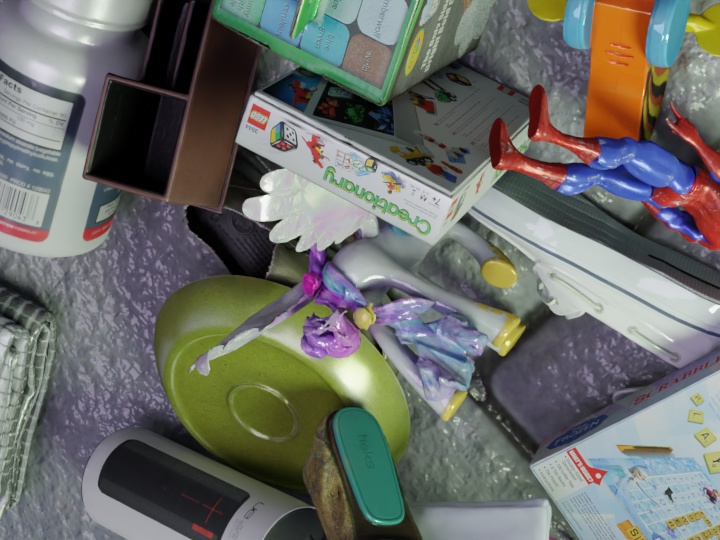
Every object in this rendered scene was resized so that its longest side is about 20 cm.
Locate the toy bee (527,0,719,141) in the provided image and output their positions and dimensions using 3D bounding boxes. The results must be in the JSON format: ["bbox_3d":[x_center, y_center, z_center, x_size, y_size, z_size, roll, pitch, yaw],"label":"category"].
[{"bbox_3d":[0.169,-0.165,0.887,0.130,0.109,0.201,30,143,5],"label":"toy bee"}]

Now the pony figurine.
[{"bbox_3d":[0.000,0.000,0.963,0.199,0.193,0.167,37,124,9],"label":"pony figurine"}]

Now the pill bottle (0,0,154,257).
[{"bbox_3d":[-0.206,-0.123,1.064,0.119,0.119,0.202,29,118,14],"label":"pill bottle"}]

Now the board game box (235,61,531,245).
[{"bbox_3d":[0.024,-0.087,0.911,0.125,0.200,0.035,28,117,11],"label":"board game box"}]

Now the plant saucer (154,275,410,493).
[{"bbox_3d":[-0.062,0.090,1.079,0.198,0.031,0.202,17,136,17],"label":"plant saucer"}]

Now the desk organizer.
[{"bbox_3d":[-0.112,-0.145,0.998,0.071,0.077,0.203,16,95,20],"label":"desk organizer"}]

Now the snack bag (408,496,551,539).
[{"bbox_3d":[0.035,0.235,0.971,0.187,0.021,0.202,-8,63,42],"label":"snack bag"}]

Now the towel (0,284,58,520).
[{"bbox_3d":[-0.333,0.092,1.227,0.164,0.086,0.202,24,115,15],"label":"towel"}]

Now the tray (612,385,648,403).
[{"bbox_3d":[0.236,0.163,1.004,0.106,0.022,0.202,-9,104,29],"label":"tray"}]

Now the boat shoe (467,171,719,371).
[{"bbox_3d":[0.138,0.001,0.964,0.199,0.073,0.067,31,117,13],"label":"boat shoe"}]

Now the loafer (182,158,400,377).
[{"bbox_3d":[-0.053,0.011,1.064,0.200,0.070,0.075,43,121,7],"label":"loafer"}]

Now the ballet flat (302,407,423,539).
[{"bbox_3d":[0.007,0.180,0.975,0.071,0.070,0.201,-48,43,31],"label":"ballet flat"}]

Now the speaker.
[{"bbox_3d":[-0.111,0.178,1.112,0.199,0.081,0.082,17,117,43],"label":"speaker"}]

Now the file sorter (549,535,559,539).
[{"bbox_3d":[0.060,0.267,1.048,0.199,0.138,0.127,-28,52,30],"label":"file sorter"}]

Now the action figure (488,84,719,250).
[{"bbox_3d":[0.172,-0.055,0.892,0.198,0.052,0.065,20,144,-23],"label":"action figure"}]

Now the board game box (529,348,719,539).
[{"bbox_3d":[0.239,0.152,0.953,0.199,0.041,0.201,-31,98,31],"label":"board game box"}]

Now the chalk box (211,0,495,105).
[{"bbox_3d":[0.001,-0.185,0.892,0.123,0.200,0.125,29,118,14],"label":"chalk box"}]
